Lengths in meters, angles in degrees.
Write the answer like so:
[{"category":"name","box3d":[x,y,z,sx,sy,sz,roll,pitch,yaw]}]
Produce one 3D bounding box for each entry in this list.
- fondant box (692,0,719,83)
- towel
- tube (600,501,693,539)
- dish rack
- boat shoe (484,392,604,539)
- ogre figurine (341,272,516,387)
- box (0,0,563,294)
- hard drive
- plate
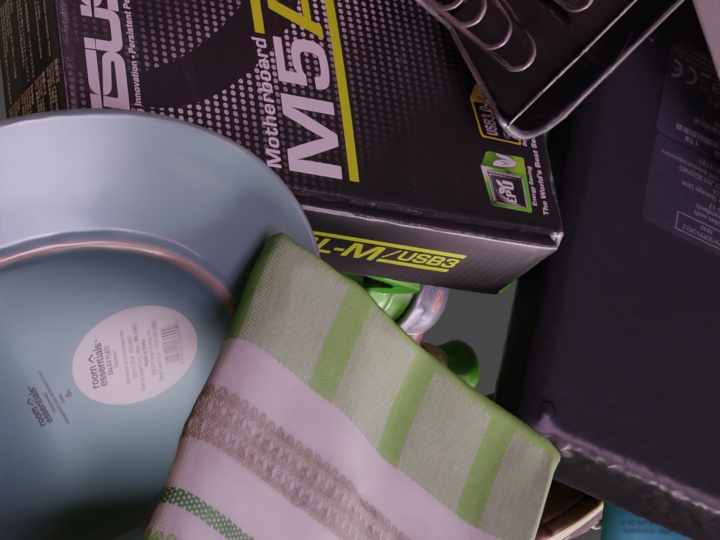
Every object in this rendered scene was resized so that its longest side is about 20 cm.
[{"category":"fondant box","box3d":[0.178,-0.130,0.964,0.144,0.058,0.201,-30,102,-45]},{"category":"towel","box3d":[-0.008,0.109,0.800,0.149,0.031,0.201,40,57,-35]},{"category":"tube","box3d":[0.124,0.048,0.997,0.077,0.050,0.201,-2,65,7]},{"category":"dish rack","box3d":[0.059,-0.133,0.810,0.153,0.055,0.200,-46,153,7]},{"category":"boat shoe","box3d":[0.085,0.076,1.043,0.199,0.073,0.065,-31,147,-18]},{"category":"ogre figurine","box3d":[0.000,0.000,0.961,0.120,0.098,0.201,23,98,-44]},{"category":"box","box3d":[-0.033,-0.099,0.892,0.192,0.047,0.201,11,59,-35]},{"category":"hard drive","box3d":[0.127,-0.002,0.971,0.139,0.033,0.201,24,60,-20]},{"category":"plate","box3d":[-0.100,0.037,0.820,0.199,0.026,0.201,-14,133,-15]}]
